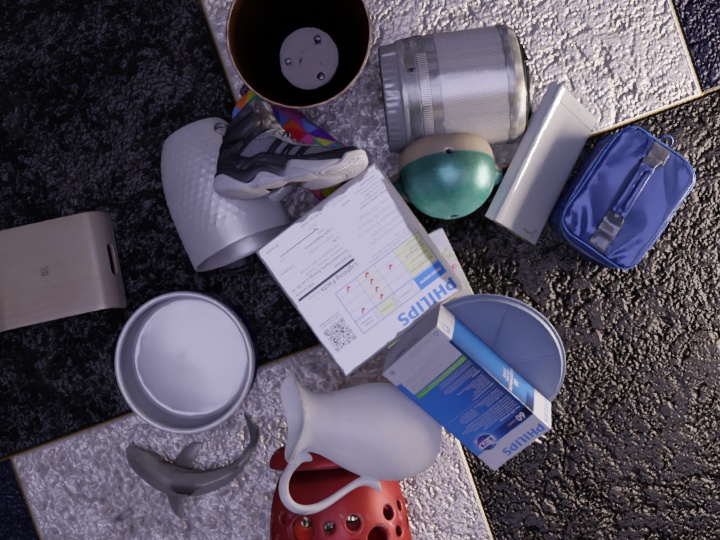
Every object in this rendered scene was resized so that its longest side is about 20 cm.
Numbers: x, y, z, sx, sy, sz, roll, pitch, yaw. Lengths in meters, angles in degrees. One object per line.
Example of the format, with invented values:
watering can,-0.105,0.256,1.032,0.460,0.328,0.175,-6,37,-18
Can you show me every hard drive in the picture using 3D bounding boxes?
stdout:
hard drive,0.254,-0.145,1.389,0.027,0.131,0.202,29,94,37

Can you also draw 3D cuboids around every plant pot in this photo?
plant pot,-0.075,-0.304,1.345,0.184,0.200,0.190,0,93,2
plant pot,-0.030,0.328,1.383,0.198,0.200,0.185,-4,85,1

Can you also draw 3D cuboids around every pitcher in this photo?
pitcher,-0.005,0.225,1.256,0.197,0.121,0.174,9,78,-17

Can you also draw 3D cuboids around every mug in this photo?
mug,-0.173,-0.121,1.344,0.199,0.147,0.177,-27,84,22

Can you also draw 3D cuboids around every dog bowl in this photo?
dog bowl,-0.247,0.129,1.431,0.197,0.079,0.203,0,93,2

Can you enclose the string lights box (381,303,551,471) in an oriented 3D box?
string lights box,0.134,0.148,1.242,0.200,0.059,0.103,42,117,-12

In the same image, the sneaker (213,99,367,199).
sneaker,-0.093,-0.160,1.247,0.197,0.075,0.115,-9,80,7

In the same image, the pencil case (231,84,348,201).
pencil case,-0.093,-0.182,1.380,0.200,0.088,0.089,42,93,22

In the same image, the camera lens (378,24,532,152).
camera lens,0.129,-0.246,1.364,0.197,0.160,0.162,-7,93,2

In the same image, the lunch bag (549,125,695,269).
lunch bag,0.368,-0.104,1.381,0.135,0.132,0.201,33,94,-1

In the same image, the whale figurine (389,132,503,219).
whale figurine,0.118,-0.107,1.350,0.157,0.200,0.105,-6,71,-1

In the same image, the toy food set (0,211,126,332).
toy food set,-0.449,0.005,1.447,0.197,0.060,0.145,-12,81,0

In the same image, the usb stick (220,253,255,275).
usb stick,-0.201,-0.096,1.443,0.055,0.033,0.203,-15,92,-5

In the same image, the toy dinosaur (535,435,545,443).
toy dinosaur,0.181,0.145,1.368,0.199,0.105,0.182,33,122,1

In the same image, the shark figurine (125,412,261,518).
shark figurine,-0.229,0.296,1.437,0.212,0.090,0.130,-15,94,4

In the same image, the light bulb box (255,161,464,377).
light bulb box,0.000,0.000,1.313,0.197,0.125,0.201,-36,89,0

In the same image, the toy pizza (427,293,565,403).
toy pizza,0.162,0.114,1.271,0.197,0.032,0.202,5,119,9

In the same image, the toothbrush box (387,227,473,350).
toothbrush box,0.093,0.060,1.418,0.144,0.086,0.202,-25,91,2
